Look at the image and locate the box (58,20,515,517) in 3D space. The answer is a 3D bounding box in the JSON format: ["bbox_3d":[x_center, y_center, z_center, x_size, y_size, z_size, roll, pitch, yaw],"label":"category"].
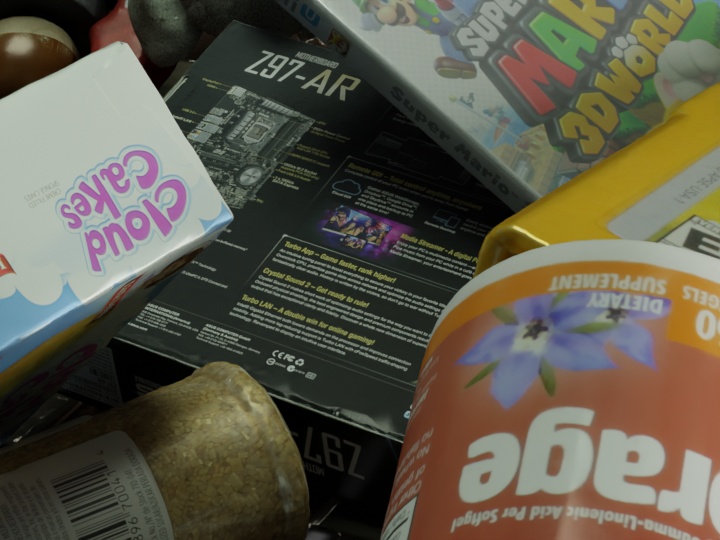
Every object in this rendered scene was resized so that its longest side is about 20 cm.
[{"bbox_3d":[0.000,0.000,0.953,0.200,0.044,0.160,18,49,24],"label":"box"}]

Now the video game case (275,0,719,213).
[{"bbox_3d":[0.073,-0.082,0.946,0.200,0.018,0.143,42,55,10],"label":"video game case"}]

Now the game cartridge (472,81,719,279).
[{"bbox_3d":[0.155,0.004,0.827,0.176,0.032,0.200,30,34,20],"label":"game cartridge"}]

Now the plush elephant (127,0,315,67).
[{"bbox_3d":[-0.006,-0.137,1.072,0.155,0.200,0.165,-63,16,-13],"label":"plush elephant"}]

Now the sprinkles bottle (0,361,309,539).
[{"bbox_3d":[-0.114,0.091,0.841,0.200,0.068,0.068,-21,33,-27],"label":"sprinkles bottle"}]

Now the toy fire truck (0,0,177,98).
[{"bbox_3d":[-0.174,-0.086,1.144,0.200,0.112,0.168,2,57,10],"label":"toy fire truck"}]

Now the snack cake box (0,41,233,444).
[{"bbox_3d":[-0.136,0.019,0.854,0.115,0.067,0.200,-29,-7,-36],"label":"snack cake box"}]

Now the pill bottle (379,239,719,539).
[{"bbox_3d":[0.054,0.098,0.667,0.112,0.112,0.200,2,47,13],"label":"pill bottle"}]
